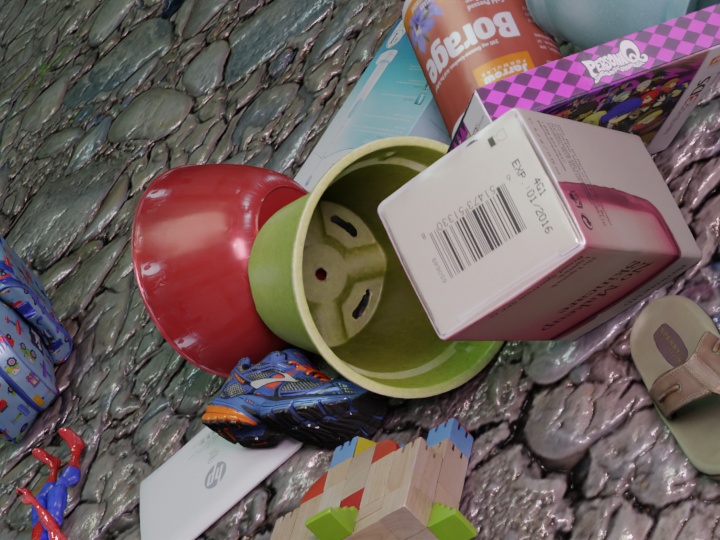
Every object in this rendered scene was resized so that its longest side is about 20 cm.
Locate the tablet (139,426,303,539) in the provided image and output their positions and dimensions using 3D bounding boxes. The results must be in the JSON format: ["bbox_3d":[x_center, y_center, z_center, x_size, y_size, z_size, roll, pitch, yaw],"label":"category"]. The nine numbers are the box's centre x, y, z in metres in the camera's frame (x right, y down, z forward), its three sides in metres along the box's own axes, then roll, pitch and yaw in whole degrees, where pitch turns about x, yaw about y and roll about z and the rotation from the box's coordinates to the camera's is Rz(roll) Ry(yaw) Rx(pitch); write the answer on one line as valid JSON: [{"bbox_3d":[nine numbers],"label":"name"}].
[{"bbox_3d":[-0.128,0.174,1.571,0.200,0.014,0.130,-42,30,17],"label":"tablet"}]

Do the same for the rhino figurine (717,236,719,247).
[{"bbox_3d":[0.309,-0.017,1.101,0.200,0.060,0.088,-24,57,39],"label":"rhino figurine"}]

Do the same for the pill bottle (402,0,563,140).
[{"bbox_3d":[0.116,-0.153,1.434,0.112,0.112,0.200,-36,59,26],"label":"pill bottle"}]

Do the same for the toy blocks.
[{"bbox_3d":[0.005,0.177,1.307,0.200,0.100,0.137,-33,21,29],"label":"toy blocks"}]

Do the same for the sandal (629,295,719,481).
[{"bbox_3d":[0.217,0.071,1.138,0.080,0.057,0.201,-48,28,6],"label":"sandal"}]

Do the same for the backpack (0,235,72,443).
[{"bbox_3d":[-0.398,0.080,1.912,0.134,0.183,0.200,-33,43,-2],"label":"backpack"}]

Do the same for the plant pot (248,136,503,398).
[{"bbox_3d":[0.000,0.000,1.416,0.201,0.200,0.184,-59,21,-15],"label":"plant pot"}]

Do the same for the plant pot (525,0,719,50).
[{"bbox_3d":[0.244,-0.241,1.353,0.134,0.200,0.200,39,90,35],"label":"plant pot"}]

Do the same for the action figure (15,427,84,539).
[{"bbox_3d":[-0.327,0.230,1.714,0.065,0.099,0.200,-39,33,24],"label":"action figure"}]

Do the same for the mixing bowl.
[{"bbox_3d":[-0.095,-0.014,1.549,0.108,0.200,0.201,-21,40,40],"label":"mixing bowl"}]

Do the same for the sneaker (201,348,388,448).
[{"bbox_3d":[-0.055,0.101,1.465,0.200,0.075,0.079,-5,60,43],"label":"sneaker"}]

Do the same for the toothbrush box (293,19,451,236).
[{"bbox_3d":[0.046,-0.126,1.590,0.200,0.085,0.146,-57,29,-12],"label":"toothbrush box"}]

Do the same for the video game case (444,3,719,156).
[{"bbox_3d":[0.157,-0.108,1.259,0.199,0.036,0.181,-20,-18,-16],"label":"video game case"}]

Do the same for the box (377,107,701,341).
[{"bbox_3d":[0.128,-0.026,1.211,0.128,0.200,0.109,-35,70,27],"label":"box"}]
